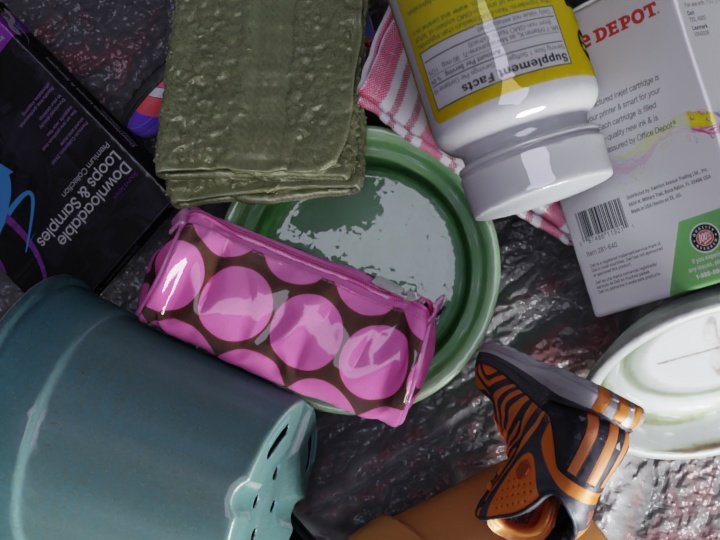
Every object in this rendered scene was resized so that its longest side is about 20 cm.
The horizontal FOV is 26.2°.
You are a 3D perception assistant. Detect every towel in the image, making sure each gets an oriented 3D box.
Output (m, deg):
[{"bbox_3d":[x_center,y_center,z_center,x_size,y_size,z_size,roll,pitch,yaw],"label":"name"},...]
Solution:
[{"bbox_3d":[-0.065,-0.139,1.067,0.147,0.037,0.202,-1,70,7],"label":"towel"},{"bbox_3d":[0.099,-0.125,1.079,0.199,0.030,0.147,32,60,-18],"label":"towel"}]

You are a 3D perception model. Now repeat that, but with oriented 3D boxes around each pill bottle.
[{"bbox_3d":[0.087,-0.141,0.996,0.113,0.114,0.202,-18,85,3],"label":"pill bottle"}]

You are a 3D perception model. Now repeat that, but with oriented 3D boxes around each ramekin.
[{"bbox_3d":[0.000,0.000,1.111,0.198,0.098,0.202,0,89,3],"label":"ramekin"}]

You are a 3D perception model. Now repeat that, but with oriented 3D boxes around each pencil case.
[{"bbox_3d":[-0.046,0.025,1.022,0.199,0.091,0.094,20,126,2],"label":"pencil case"}]

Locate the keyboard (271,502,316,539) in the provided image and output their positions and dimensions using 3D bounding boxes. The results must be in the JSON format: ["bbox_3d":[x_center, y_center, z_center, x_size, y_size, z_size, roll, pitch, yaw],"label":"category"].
[{"bbox_3d":[-0.015,0.243,1.122,0.039,0.104,0.200,-26,65,-39],"label":"keyboard"}]

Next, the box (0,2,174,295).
[{"bbox_3d":[-0.242,-0.076,1.137,0.200,0.036,0.143,44,110,1],"label":"box"}]

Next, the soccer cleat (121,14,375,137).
[{"bbox_3d":[-0.082,-0.147,1.133,0.199,0.068,0.073,-34,84,-1],"label":"soccer cleat"}]

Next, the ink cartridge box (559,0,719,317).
[{"bbox_3d":[0.202,-0.086,1.031,0.084,0.144,0.202,-14,86,-41],"label":"ink cartridge box"}]

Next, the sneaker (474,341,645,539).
[{"bbox_3d":[0.104,0.115,1.008,0.077,0.200,0.113,26,88,-13],"label":"sneaker"}]

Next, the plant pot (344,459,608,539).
[{"bbox_3d":[0.097,0.227,1.068,0.140,0.200,0.201,-38,88,-14],"label":"plant pot"}]

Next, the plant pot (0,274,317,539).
[{"bbox_3d":[-0.146,0.128,1.048,0.195,0.200,0.202,19,90,16],"label":"plant pot"}]

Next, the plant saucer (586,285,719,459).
[{"bbox_3d":[0.247,0.061,1.075,0.198,0.201,0.051,-12,53,3],"label":"plant saucer"}]

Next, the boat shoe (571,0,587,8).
[{"bbox_3d":[0.209,-0.173,1.111,0.200,0.057,0.069,39,61,4],"label":"boat shoe"}]
